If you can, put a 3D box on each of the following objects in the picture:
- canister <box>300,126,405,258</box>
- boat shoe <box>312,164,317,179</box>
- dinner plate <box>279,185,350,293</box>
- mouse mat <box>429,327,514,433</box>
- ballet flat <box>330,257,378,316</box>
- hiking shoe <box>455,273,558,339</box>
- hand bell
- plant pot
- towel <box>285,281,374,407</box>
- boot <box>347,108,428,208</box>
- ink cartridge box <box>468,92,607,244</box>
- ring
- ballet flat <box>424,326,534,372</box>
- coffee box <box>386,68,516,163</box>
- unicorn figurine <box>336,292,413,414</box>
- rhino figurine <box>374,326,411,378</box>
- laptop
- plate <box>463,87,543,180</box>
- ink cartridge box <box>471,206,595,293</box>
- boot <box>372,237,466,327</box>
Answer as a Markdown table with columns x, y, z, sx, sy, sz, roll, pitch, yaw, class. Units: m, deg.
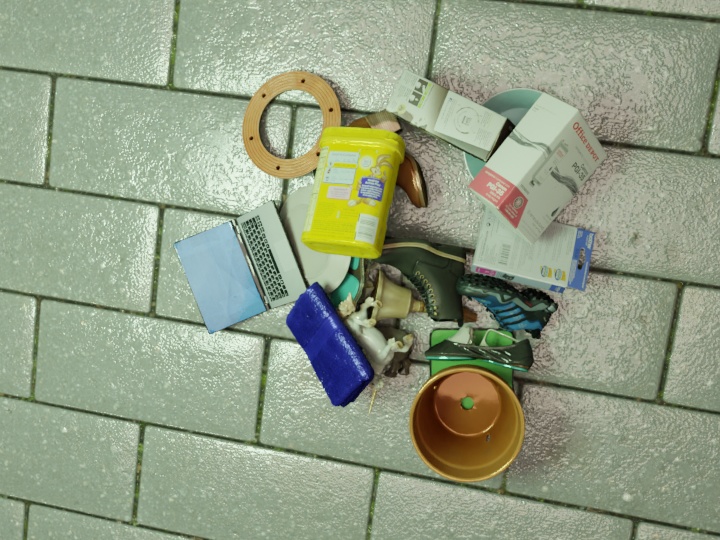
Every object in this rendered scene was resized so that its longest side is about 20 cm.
| x | y | z | sx | sy | sz | roll | pitch | yaw | class |
| --- | --- | --- | --- | --- | --- | --- | --- | --- | --- |
| -0.014 | -0.130 | 1.228 | 0.147 | 0.087 | 0.202 | 7 | 76 | 20 | canister |
| -0.061 | -0.102 | 1.346 | 0.062 | 0.074 | 0.204 | -14 | 99 | 3 | boat shoe |
| -0.094 | -0.053 | 1.331 | 0.199 | 0.024 | 0.203 | 9 | 103 | 41 | dinner plate |
| 0.209 | 0.208 | 1.373 | 0.159 | 0.008 | 0.203 | 0 | 96 | 9 | mouse mat |
| 0.000 | 0.000 | 1.320 | 0.068 | 0.075 | 0.202 | 35 | 120 | 43 | ballet flat |
| 0.254 | 0.068 | 1.292 | 0.198 | 0.075 | 0.088 | 17 | 107 | -15 | hiking shoe |
| 0.119 | 0.070 | 1.343 | 0.197 | 0.104 | 0.105 | 13 | 99 | -4 | hand bell |
| 0.190 | 0.257 | 1.308 | 0.197 | 0.140 | 0.203 | 1 | 96 | 8 | plant pot |
| -0.061 | 0.137 | 1.299 | 0.201 | 0.049 | 0.148 | 55 | 147 | 17 | towel |
| 0.026 | -0.179 | 1.320 | 0.154 | 0.077 | 0.202 | -25 | 90 | 10 | boot |
| 0.294 | -0.167 | 1.204 | 0.201 | 0.146 | 0.083 | -51 | 46 | 5 | ink cartridge box |
| -0.127 | -0.267 | 1.341 | 0.198 | 0.019 | 0.203 | -2 | 83 | 18 | ring |
| 0.217 | 0.140 | 1.328 | 0.197 | 0.068 | 0.069 | 5 | 81 | 15 | ballet flat |
| 0.158 | -0.259 | 1.251 | 0.199 | 0.113 | 0.080 | 30 | 101 | 18 | coffee box |
| 0.025 | 0.133 | 1.291 | 0.137 | 0.073 | 0.201 | -36 | 82 | 49 | unicorn figurine |
| 0.004 | 0.136 | 1.371 | 0.198 | 0.060 | 0.089 | 14 | 104 | 6 | rhino figurine |
| -0.223 | -0.003 | 1.359 | 0.199 | 0.115 | 0.189 | -18 | 95 | 46 | laptop |
| 0.283 | -0.222 | 1.300 | 0.197 | 0.026 | 0.203 | 1 | 98 | 10 | plate |
| 0.304 | -0.034 | 1.288 | 0.198 | 0.042 | 0.121 | 13 | 69 | 9 | ink cartridge box |
| 0.105 | 0.022 | 1.274 | 0.198 | 0.077 | 0.140 | 6 | 76 | -24 | boot |
